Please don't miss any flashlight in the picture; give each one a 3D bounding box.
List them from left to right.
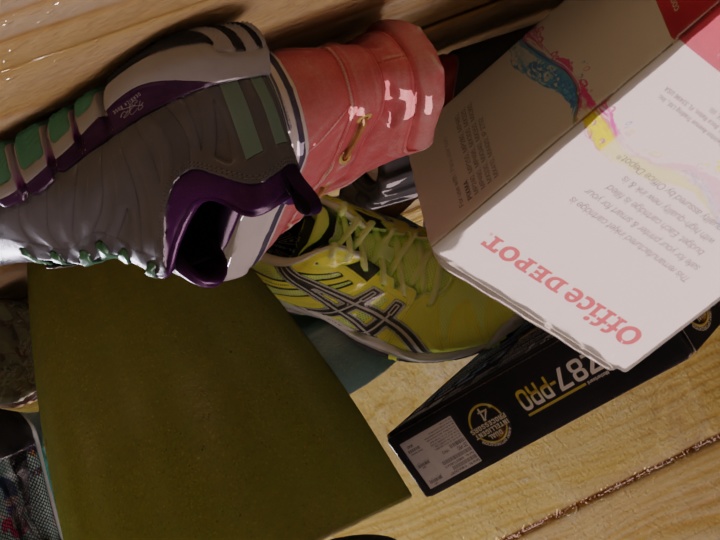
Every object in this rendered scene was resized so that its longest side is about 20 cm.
[{"bbox_3d":[0.083,-0.090,1.135,0.199,0.068,0.068,-18,139,-20],"label":"flashlight"}]

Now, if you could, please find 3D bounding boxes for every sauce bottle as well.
[{"bbox_3d":[-0.202,0.055,1.350,0.064,0.065,0.200,-24,174,-4],"label":"sauce bottle"}]

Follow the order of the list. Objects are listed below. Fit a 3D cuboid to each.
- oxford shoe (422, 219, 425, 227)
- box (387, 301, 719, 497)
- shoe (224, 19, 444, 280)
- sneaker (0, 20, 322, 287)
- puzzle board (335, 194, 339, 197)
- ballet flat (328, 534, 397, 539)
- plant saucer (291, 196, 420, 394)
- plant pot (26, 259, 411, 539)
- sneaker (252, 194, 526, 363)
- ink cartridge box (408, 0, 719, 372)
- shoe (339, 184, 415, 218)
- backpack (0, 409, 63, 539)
[{"bbox_3d":[0.073,-0.013,1.362,0.072,0.085,0.200,-28,-167,-10],"label":"oxford shoe"},{"bbox_3d":[0.127,0.038,1.238,0.200,0.049,0.161,-34,-176,36],"label":"box"},{"bbox_3d":[-0.025,-0.052,1.008,0.091,0.072,0.200,-17,169,-18],"label":"shoe"},{"bbox_3d":[-0.102,-0.020,0.888,0.200,0.088,0.074,-29,173,41],"label":"sneaker"},{"bbox_3d":[-0.068,0.026,1.384,0.199,0.017,0.151,-22,-146,1],"label":"puzzle board"},{"bbox_3d":[-0.049,0.188,1.146,0.199,0.073,0.073,-20,174,-21],"label":"ballet flat"},{"bbox_3d":[-0.049,0.013,1.344,0.199,0.036,0.200,-15,-144,11],"label":"plant saucer"},{"bbox_3d":[-0.098,0.069,1.197,0.186,0.201,0.187,-24,175,-2],"label":"plant pot"},{"bbox_3d":[0.000,0.000,1.247,0.199,0.076,0.076,10,160,2],"label":"sneaker"},{"bbox_3d":[0.141,-0.063,1.044,0.145,0.083,0.200,31,121,-35],"label":"ink cartridge box"},{"bbox_3d":[0.032,-0.074,1.253,0.070,0.053,0.200,-45,-172,-24],"label":"shoe"},{"bbox_3d":[-0.248,0.177,1.463,0.150,0.201,0.177,-18,-166,-33],"label":"backpack"}]
